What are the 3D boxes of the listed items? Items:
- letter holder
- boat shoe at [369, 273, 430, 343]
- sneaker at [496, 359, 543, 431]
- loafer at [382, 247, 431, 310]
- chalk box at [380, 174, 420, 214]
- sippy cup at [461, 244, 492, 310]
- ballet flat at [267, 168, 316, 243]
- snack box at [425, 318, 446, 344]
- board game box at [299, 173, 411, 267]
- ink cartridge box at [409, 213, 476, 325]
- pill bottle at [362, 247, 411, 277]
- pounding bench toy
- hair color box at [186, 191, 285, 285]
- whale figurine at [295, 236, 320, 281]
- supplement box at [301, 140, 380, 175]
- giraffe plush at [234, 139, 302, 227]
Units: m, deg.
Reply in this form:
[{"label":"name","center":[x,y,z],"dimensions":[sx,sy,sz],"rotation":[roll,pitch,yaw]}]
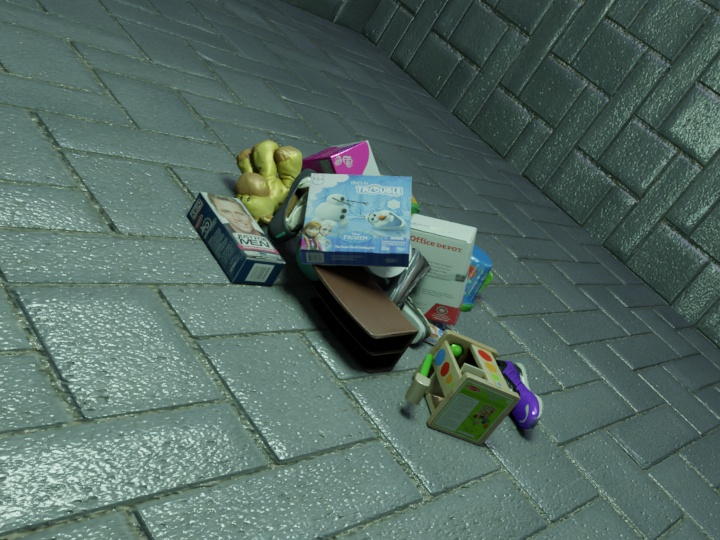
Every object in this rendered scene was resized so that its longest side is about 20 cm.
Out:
[{"label":"letter holder","center":[-0.017,0.084,1.456],"dimensions":[0.141,0.101,0.200],"rotation":[0,41,-50]},{"label":"boat shoe","center":[0.069,0.070,1.644],"dimensions":[0.200,0.071,0.063],"rotation":[51,27,17]},{"label":"sneaker","center":[0.302,0.251,1.620],"dimensions":[0.099,0.070,0.201],"rotation":[20,22,-16]},{"label":"loafer","center":[0.077,0.050,1.569],"dimensions":[0.063,0.201,0.072],"rotation":[40,-19,-20]},{"label":"chalk box","center":[0.027,-0.170,1.971],"dimensions":[0.199,0.124,0.125],"rotation":[23,25,-27]},{"label":"sippy cup","center":[0.250,0.006,1.927],"dimensions":[0.139,0.131,0.178],"rotation":[38,23,6]},{"label":"ballet flat","center":[-0.116,-0.134,1.577],"dimensions":[0.073,0.073,0.201],"rotation":[32,55,-5]},{"label":"snack box","center":[0.147,0.098,1.743],"dimensions":[0.071,0.024,0.201],"rotation":[26,25,-19]},{"label":"board game box","center":[-0.005,-0.097,1.478],"dimensions":[0.198,0.044,0.200],"rotation":[2,50,3]},{"label":"ink cartridge box","center":[0.155,-0.004,1.669],"dimensions":[0.143,0.202,0.084],"rotation":[14,30,12]},{"label":"pill bottle","center":[0.032,-0.058,1.593],"dimensions":[0.115,0.117,0.200],"rotation":[27,7,-18]},{"label":"pounding bench toy","center":[0.159,0.196,1.444],"dimensions":[0.199,0.125,0.156],"rotation":[24,25,-24]},{"label":"hair color box","center":[-0.235,-0.061,1.486],"dimensions":[0.100,0.061,0.200],"rotation":[7,35,-49]},{"label":"whale figurine","center":[-0.076,-0.074,1.581],"dimensions":[0.103,0.202,0.159],"rotation":[3,-8,-12]},{"label":"supplement box","center":[-0.049,-0.221,1.763],"dimensions":[0.101,0.104,0.200],"rotation":[-26,16,-22]},{"label":"giraffe plush","center":[-0.209,-0.156,1.631],"dimensions":[0.162,0.171,0.202],"rotation":[-36,107,-55]}]
